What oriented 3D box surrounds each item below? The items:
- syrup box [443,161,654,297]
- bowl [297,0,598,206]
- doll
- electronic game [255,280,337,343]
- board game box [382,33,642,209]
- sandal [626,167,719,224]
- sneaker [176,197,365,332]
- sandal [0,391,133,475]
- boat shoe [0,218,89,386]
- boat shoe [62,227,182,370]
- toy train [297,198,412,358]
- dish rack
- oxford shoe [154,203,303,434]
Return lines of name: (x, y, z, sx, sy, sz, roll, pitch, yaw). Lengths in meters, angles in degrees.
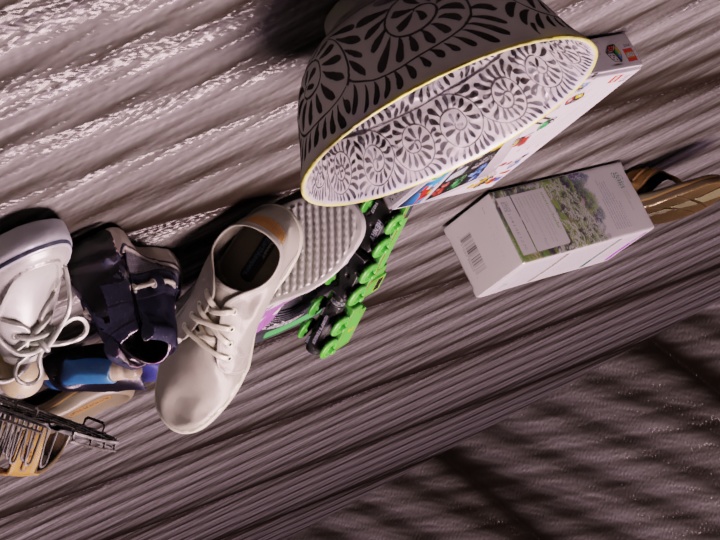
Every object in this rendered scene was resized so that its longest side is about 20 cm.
syrup box: (0.188, -0.042, 1.769, 0.199, 0.079, 0.081, -14, 163, -41)
bowl: (0.036, -0.128, 1.095, 0.200, 0.095, 0.201, -24, 168, -6)
doll: (-0.206, 0.083, 1.506, 0.199, 0.049, 0.136, 2, -179, -24)
electronic game: (-0.076, 0.029, 1.635, 0.199, 0.042, 0.200, -25, 168, -6)
board game box: (0.116, -0.117, 1.427, 0.126, 0.035, 0.200, -14, 163, -43)
sandal: (0.286, -0.078, 1.892, 0.199, 0.054, 0.080, -12, 164, 10)
sneaker: (-0.072, 0.000, 1.475, 0.200, 0.073, 0.114, -34, 175, 16)
sandal: (-0.296, 0.157, 1.667, 0.199, 0.054, 0.080, -26, 167, 2)
boat shoe: (-0.236, 0.036, 1.253, 0.074, 0.086, 0.202, -18, 166, -30)
boat shoe: (-0.168, 0.033, 1.354, 0.074, 0.093, 0.200, -27, 168, 7)
toy train: (0.000, 0.000, 1.558, 0.056, 0.042, 0.200, -30, 156, -46)
dish rack: (-0.280, 0.107, 1.302, 0.199, 0.055, 0.153, 17, 176, 15)
oxford shoe: (-0.110, 0.038, 1.400, 0.201, 0.075, 0.058, -61, 169, 12)
